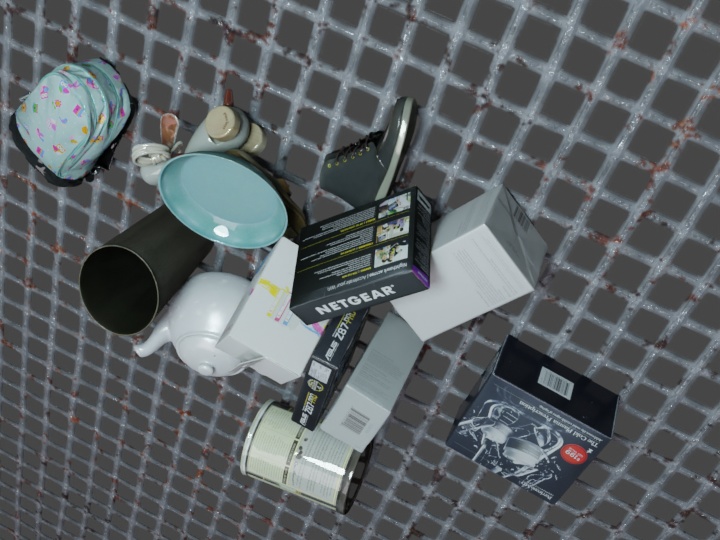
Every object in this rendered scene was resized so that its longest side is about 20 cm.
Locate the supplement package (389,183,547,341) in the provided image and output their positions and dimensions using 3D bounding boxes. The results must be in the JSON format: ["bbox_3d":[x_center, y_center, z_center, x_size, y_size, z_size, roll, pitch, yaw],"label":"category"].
[{"bbox_3d":[0.143,-0.009,1.195,0.200,0.120,0.121,-28,109,35],"label":"supplement package"}]

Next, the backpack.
[{"bbox_3d":[-0.445,-0.234,1.306,0.200,0.127,0.167,-34,100,33],"label":"backpack"}]

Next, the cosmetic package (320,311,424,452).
[{"bbox_3d":[0.025,0.171,1.315,0.081,0.200,0.113,31,126,1],"label":"cosmetic package"}]

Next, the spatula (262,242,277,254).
[{"bbox_3d":[-0.202,-0.072,1.361,0.199,0.057,0.021,31,163,-6],"label":"spatula"}]

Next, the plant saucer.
[{"bbox_3d":[-0.197,-0.110,1.236,0.199,0.036,0.200,12,145,9],"label":"plant saucer"}]

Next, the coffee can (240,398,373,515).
[{"bbox_3d":[-0.094,0.331,1.504,0.199,0.146,0.147,18,127,12],"label":"coffee can"}]

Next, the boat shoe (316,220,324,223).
[{"bbox_3d":[0.000,0.000,1.301,0.200,0.062,0.073,33,128,1],"label":"boat shoe"}]

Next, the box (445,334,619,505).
[{"bbox_3d":[0.265,0.235,1.311,0.199,0.104,0.183,28,129,5],"label":"box"}]

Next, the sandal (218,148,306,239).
[{"bbox_3d":[-0.142,-0.121,1.278,0.080,0.054,0.200,-10,137,29],"label":"sandal"}]

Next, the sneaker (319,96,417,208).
[{"bbox_3d":[0.007,-0.167,1.180,0.106,0.075,0.201,24,129,4],"label":"sneaker"}]

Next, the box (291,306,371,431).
[{"bbox_3d":[-0.042,0.138,1.324,0.049,0.161,0.200,26,141,6],"label":"box"}]

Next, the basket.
[{"bbox_3d":[-0.332,-0.017,1.349,0.136,0.200,0.181,35,127,0],"label":"basket"}]

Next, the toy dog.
[{"bbox_3d":[-0.243,-0.204,1.250,0.199,0.097,0.132,-13,161,-1],"label":"toy dog"}]

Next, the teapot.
[{"bbox_3d":[-0.233,0.109,1.396,0.200,0.147,0.197,-28,127,36],"label":"teapot"}]

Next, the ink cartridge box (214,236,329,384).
[{"bbox_3d":[-0.126,0.076,1.288,0.125,0.201,0.129,30,160,-9],"label":"ink cartridge box"}]

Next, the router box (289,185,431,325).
[{"bbox_3d":[0.000,-0.019,1.167,0.199,0.150,0.051,-18,137,28],"label":"router box"}]
